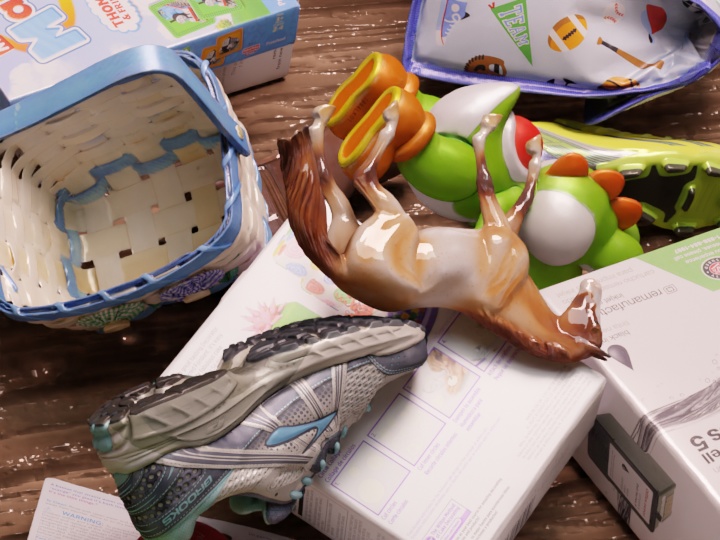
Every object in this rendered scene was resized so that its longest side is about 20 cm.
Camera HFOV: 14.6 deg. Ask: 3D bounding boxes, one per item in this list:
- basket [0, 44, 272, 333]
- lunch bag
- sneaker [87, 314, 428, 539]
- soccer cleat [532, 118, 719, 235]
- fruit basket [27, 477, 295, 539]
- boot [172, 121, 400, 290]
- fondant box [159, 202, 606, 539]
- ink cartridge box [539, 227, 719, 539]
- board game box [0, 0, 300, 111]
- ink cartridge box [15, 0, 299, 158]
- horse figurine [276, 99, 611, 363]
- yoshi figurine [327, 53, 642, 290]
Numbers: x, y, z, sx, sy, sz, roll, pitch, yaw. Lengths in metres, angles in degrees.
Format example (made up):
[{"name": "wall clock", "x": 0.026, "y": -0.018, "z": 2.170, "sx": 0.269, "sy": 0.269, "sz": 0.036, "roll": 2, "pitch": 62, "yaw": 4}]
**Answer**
[{"name": "basket", "x": -0.140, "y": -0.050, "z": 1.537, "sx": 0.176, "sy": 0.200, "sz": 0.140, "roll": -21, "pitch": 60, "yaw": 18}, {"name": "lunch bag", "x": 0.136, "y": -0.168, "z": 1.769, "sx": 0.199, "sy": 0.125, "sz": 0.170, "roll": 8, "pitch": 18, "yaw": 4}, {"name": "sneaker", "x": -0.046, "y": 0.081, "z": 1.445, "sx": 0.199, "sy": 0.087, "sz": 0.077, "roll": -21, "pitch": 11, "yaw": -31}, {"name": "soccer cleat", "x": 0.154, "y": -0.068, "z": 1.737, "sx": 0.199, "sy": 0.065, "sz": 0.084, "roll": 1, "pitch": 41, "yaw": -8}, {"name": "fruit basket", "x": -0.088, "y": 0.185, "z": 1.425, "sx": 0.184, "sy": 0.094, "sz": 0.200, "roll": 14, "pitch": 22, "yaw": -5}, {"name": "boot", "x": 0.000, "y": 0.000, "z": 1.642, "sx": 0.186, "sy": 0.064, "sz": 0.200, "roll": -19, "pitch": 51, "yaw": -22}, {"name": "fondant box", "x": 0.011, "y": 0.071, "z": 1.518, "sx": 0.200, "sy": 0.058, "sz": 0.144, "roll": 33, "pitch": 65, "yaw": 12}, {"name": "ink cartridge box", "x": 0.203, "y": 0.083, "z": 1.568, "sx": 0.145, "sy": 0.084, "sz": 0.200, "roll": -18, "pitch": 49, "yaw": -26}, {"name": "board game box", "x": -0.160, "y": -0.167, "z": 1.688, "sx": 0.199, "sy": 0.037, "sz": 0.151, "roll": -22, "pitch": 56, "yaw": -27}, {"name": "ink cartridge box", "x": -0.161, "y": -0.168, "z": 1.775, "sx": 0.199, "sy": 0.085, "sz": 0.146, "roll": -19, "pitch": 51, "yaw": -26}, {"name": "horse figurine", "x": 0.037, "y": -0.021, "z": 1.489, "sx": 0.199, "sy": 0.050, "sz": 0.133, "roll": 8, "pitch": 73, "yaw": -26}, {"name": "yoshi figurine", "x": 0.067, "y": -0.033, "z": 1.615, "sx": 0.199, "sy": 0.112, "sz": 0.113, "roll": 30, "pitch": 69, "yaw": -23}]
